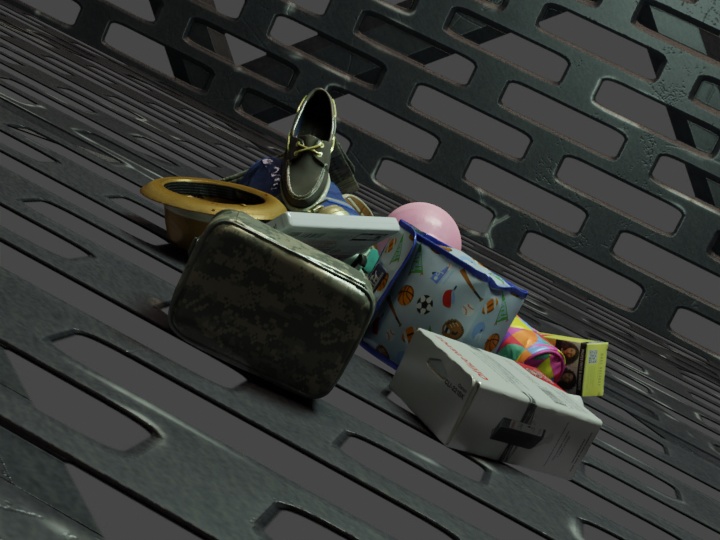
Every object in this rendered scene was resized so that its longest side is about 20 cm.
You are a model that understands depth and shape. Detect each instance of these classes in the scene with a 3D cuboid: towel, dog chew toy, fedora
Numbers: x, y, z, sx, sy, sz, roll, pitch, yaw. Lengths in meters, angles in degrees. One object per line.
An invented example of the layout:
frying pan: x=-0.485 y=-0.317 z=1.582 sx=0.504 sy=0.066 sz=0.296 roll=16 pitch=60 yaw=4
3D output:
towel: x=-0.107 y=-0.135 z=1.746 sx=0.193 sy=0.199 sz=0.035 roll=60 pitch=7 yaw=-65
dog chew toy: x=0.082 y=-0.008 z=1.623 sx=0.124 sy=0.125 sz=0.201 roll=24 pitch=35 yaw=-12
fedora: x=-0.199 y=-0.068 z=1.521 sx=0.199 sy=0.082 sz=0.201 roll=9 pitch=14 yaw=-2

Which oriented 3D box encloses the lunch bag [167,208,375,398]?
lunch bag: x=-0.089 y=0.027 z=1.176 sx=0.199 sy=0.140 sz=0.168 roll=25 pitch=10 yaw=-9

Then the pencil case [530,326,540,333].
pencil case: x=0.238 y=0.119 z=1.730 sx=0.199 sy=0.083 sz=0.086 roll=31 pitch=1 yaw=30

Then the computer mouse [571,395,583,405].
computer mouse: x=0.274 y=0.186 z=1.577 sx=0.109 sy=0.044 sz=0.200 roll=26 pitch=9 yaw=11

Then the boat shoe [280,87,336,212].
boat shoe: x=-0.073 y=-0.170 z=1.588 sx=0.071 sy=0.061 sz=0.202 roll=5 pitch=51 yaw=3

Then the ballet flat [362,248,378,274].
ballet flat: x=0.059 y=0.040 z=1.721 sx=0.200 sy=0.068 sz=0.067 roll=59 pitch=-5 yaw=49

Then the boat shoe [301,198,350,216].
boat shoe: x=-0.083 y=-0.043 z=1.478 sx=0.073 sy=0.200 sz=0.063 roll=-10 pitch=74 yaw=-39

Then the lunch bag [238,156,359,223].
lunch bag: x=-0.090 y=-0.064 z=1.669 sx=0.199 sy=0.136 sz=0.133 roll=10 pitch=35 yaw=-50

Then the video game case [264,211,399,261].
video game case: x=-0.080 y=-0.024 z=1.375 sx=0.199 sy=0.182 sz=0.022 roll=-1 pitch=69 yaw=-50

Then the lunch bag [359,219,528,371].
lunch bag: x=0.079 y=0.046 z=1.444 sx=0.200 sy=0.171 sz=0.124 roll=35 pitch=8 yaw=39

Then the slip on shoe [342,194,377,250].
slip on shoe: x=0.000 y=-0.039 z=1.817 sx=0.060 sy=0.076 sz=0.200 roll=15 pitch=-32 yaw=48

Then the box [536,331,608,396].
box: x=0.244 y=0.122 z=1.562 sx=0.050 sy=0.076 sz=0.199 roll=4 pitch=3 yaw=-41

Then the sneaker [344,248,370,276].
sneaker: x=0.000 y=0.000 z=1.591 sx=0.074 sy=0.118 sz=0.200 roll=48 pitch=21 yaw=23

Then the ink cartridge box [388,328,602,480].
ink cartridge box: x=0.153 y=0.153 z=1.307 sx=0.199 sy=0.084 sz=0.144 roll=21 pitch=11 yaw=-33

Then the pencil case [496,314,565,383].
pencil case: x=0.187 y=0.095 z=1.524 sx=0.088 sy=0.089 sz=0.200 roll=19 pitch=18 yaw=-37
